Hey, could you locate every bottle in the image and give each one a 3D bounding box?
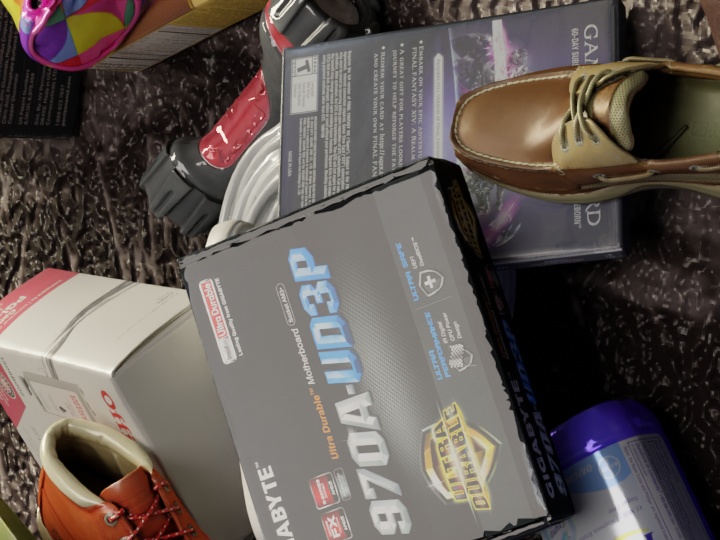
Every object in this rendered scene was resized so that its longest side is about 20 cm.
[{"bbox_3d":[0.152,0.170,1.129,0.083,0.065,0.200,-36,67,35],"label":"bottle"}]

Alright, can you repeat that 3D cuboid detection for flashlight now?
[{"bbox_3d":[-0.067,-0.104,1.331,0.200,0.068,0.068,-45,63,35],"label":"flashlight"}]

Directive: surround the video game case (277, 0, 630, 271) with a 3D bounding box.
[{"bbox_3d":[0.048,-0.067,1.183,0.200,0.019,0.143,-6,72,22],"label":"video game case"}]

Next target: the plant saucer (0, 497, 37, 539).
[{"bbox_3d":[-0.178,0.200,1.267,0.031,0.200,0.200,-38,57,-8],"label":"plant saucer"}]

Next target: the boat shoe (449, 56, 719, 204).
[{"bbox_3d":[0.137,-0.077,1.091,0.200,0.074,0.076,2,75,27],"label":"boat shoe"}]

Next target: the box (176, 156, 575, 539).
[{"bbox_3d":[0.007,0.060,1.145,0.159,0.046,0.200,-21,81,21],"label":"box"}]

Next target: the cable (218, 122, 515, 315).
[{"bbox_3d":[0.000,0.000,1.271,0.200,0.069,0.200,-40,65,40],"label":"cable"}]

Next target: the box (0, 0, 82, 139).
[{"bbox_3d":[-0.322,-0.167,1.488,0.196,0.200,0.118,20,106,42],"label":"box"}]

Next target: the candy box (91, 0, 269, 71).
[{"bbox_3d":[-0.108,-0.212,1.375,0.200,0.056,0.117,-19,78,42],"label":"candy box"}]

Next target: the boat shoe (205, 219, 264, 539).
[{"bbox_3d":[-0.038,0.064,1.220,0.068,0.072,0.200,-17,73,23],"label":"boat shoe"}]

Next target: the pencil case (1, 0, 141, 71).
[{"bbox_3d":[-0.212,-0.218,1.383,0.088,0.088,0.200,-54,55,32],"label":"pencil case"}]

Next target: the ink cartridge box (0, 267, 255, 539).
[{"bbox_3d":[-0.140,0.084,1.336,0.200,0.083,0.147,8,131,55],"label":"ink cartridge box"}]

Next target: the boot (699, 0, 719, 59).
[{"bbox_3d":[0.225,-0.202,1.056,0.200,0.072,0.167,-27,85,41],"label":"boot"}]

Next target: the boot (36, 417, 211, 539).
[{"bbox_3d":[-0.115,0.166,1.233,0.200,0.075,0.107,37,146,25],"label":"boot"}]
